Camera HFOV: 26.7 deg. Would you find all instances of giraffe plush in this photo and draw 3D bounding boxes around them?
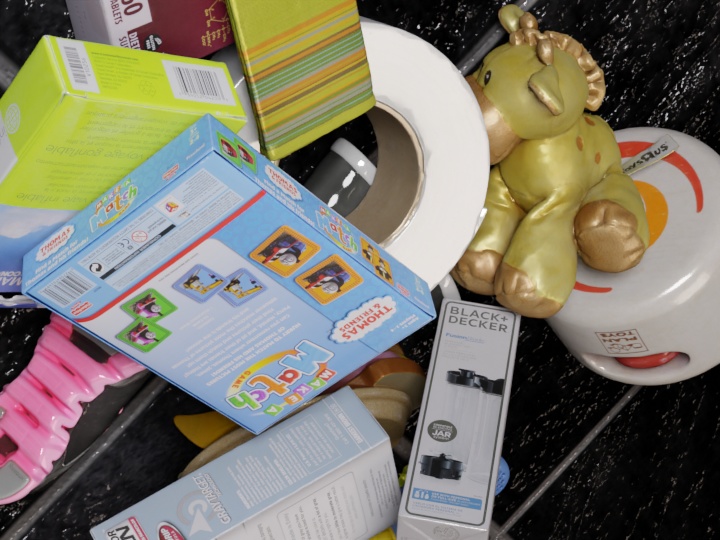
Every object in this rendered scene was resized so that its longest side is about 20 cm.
[{"bbox_3d":[0.126,-0.092,1.088,0.200,0.173,0.162,-43,129,-14],"label":"giraffe plush"}]

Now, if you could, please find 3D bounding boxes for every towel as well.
[{"bbox_3d":[-0.043,-0.167,0.868,0.086,0.018,0.200,-31,126,-28],"label":"towel"}]

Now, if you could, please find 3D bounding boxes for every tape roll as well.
[{"bbox_3d":[-0.019,-0.065,0.982,0.202,0.071,0.203,-7,108,-22],"label":"tape roll"}]

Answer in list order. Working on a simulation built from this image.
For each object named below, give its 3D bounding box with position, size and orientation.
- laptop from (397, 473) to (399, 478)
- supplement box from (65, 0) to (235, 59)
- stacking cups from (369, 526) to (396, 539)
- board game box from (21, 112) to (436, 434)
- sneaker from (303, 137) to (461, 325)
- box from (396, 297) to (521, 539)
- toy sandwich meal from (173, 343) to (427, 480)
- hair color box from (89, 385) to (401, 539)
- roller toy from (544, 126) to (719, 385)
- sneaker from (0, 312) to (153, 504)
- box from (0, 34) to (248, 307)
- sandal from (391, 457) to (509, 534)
[{"bbox_3d":[-0.083,0.234,1.153,0.177,0.103,0.200,3,104,-39],"label":"laptop"},{"bbox_3d":[-0.076,-0.197,0.887,0.200,0.061,0.109,-29,136,-23],"label":"supplement box"},{"bbox_3d":[-0.065,0.242,1.116,0.200,0.061,0.061,-21,133,-18],"label":"stacking cups"},{"bbox_3d":[-0.075,0.010,0.906,0.151,0.037,0.200,-34,131,22],"label":"board game box"},{"bbox_3d":[0.000,0.000,1.105,0.099,0.071,0.200,-42,133,-5],"label":"sneaker"},{"bbox_3d":[0.070,0.131,1.079,0.200,0.060,0.117,-76,171,-45],"label":"box"},{"bbox_3d":[-0.047,0.113,1.142,0.205,0.070,0.205,-19,157,-8],"label":"toy sandwich meal"},{"bbox_3d":[-0.072,0.172,1.035,0.200,0.061,0.099,-29,139,-15],"label":"hair color box"},{"bbox_3d":[0.221,-0.013,1.196,0.182,0.200,0.140,-41,139,0],"label":"roller toy"},{"bbox_3d":[-0.180,0.075,1.011,0.200,0.079,0.095,-45,161,-3],"label":"sneaker"},{"bbox_3d":[-0.169,-0.050,0.882,0.122,0.048,0.200,3,145,-42],"label":"box"},{"bbox_3d":[0.054,0.207,1.299,0.200,0.087,0.080,-17,129,-34],"label":"sandal"}]
